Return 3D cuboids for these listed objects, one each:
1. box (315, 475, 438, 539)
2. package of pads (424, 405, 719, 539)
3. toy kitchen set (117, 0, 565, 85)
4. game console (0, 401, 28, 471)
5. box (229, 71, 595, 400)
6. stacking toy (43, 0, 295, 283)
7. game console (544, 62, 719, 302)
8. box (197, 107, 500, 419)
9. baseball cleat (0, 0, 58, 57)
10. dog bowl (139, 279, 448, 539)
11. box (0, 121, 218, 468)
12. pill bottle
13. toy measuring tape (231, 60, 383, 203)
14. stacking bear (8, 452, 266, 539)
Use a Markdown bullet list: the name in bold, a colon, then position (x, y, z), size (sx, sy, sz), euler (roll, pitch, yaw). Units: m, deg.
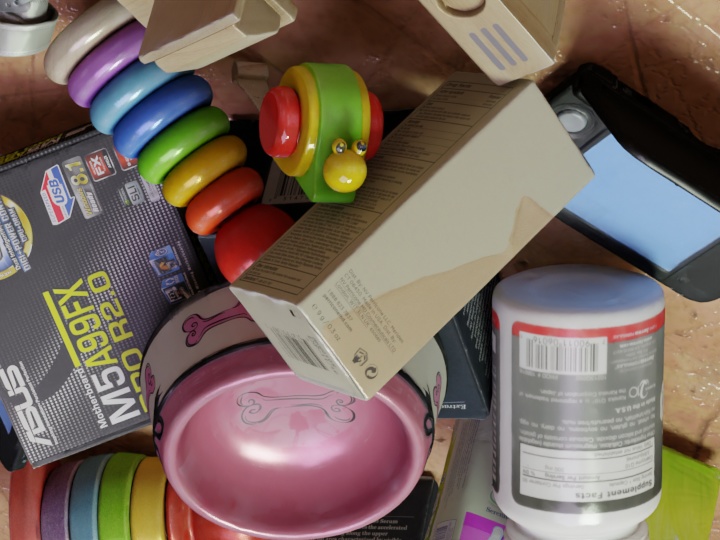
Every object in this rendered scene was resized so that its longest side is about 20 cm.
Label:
- **box**: position (0.009, 0.276, 1.893), size (0.104, 0.200, 0.148), euler (-2, 138, 17)
- **package of pads**: position (0.152, 0.176, 1.768), size (0.200, 0.155, 0.068), euler (23, 151, -14)
- **toy kitchen set**: position (-0.020, -0.140, 1.420), size (0.200, 0.163, 0.180), euler (-20, 131, 34)
- **game console**: position (-0.301, 0.039, 1.750), size (0.119, 0.172, 0.200), euler (-15, 152, -28)
- **box**: position (0.031, -0.024, 1.456), size (0.078, 0.200, 0.095), euler (54, 163, -23)
- **stacking toy**: position (-0.104, -0.074, 1.513), size (0.200, 0.085, 0.085), euler (53, 136, 6)
- **game console**: position (0.192, -0.028, 1.538), size (0.200, 0.116, 0.176), euler (31, 138, -21)
- **box**: position (0.000, 0.000, 1.632), size (0.148, 0.107, 0.200), euler (-2, 138, 17)
- **baseball cleat**: position (-0.185, -0.187, 1.467), size (0.200, 0.070, 0.106), euler (-12, 105, 39)
- **dog bowl**: position (-0.042, 0.094, 1.583), size (0.200, 0.074, 0.200), euler (-1, 134, -1)
- **box**: position (-0.180, 0.011, 1.633), size (0.160, 0.044, 0.200), euler (-20, 104, 5)
- **pill bottle**: position (0.144, 0.105, 1.645), size (0.114, 0.114, 0.200), euler (3, 107, 12)
- **toy measuring tape**: position (-0.035, -0.104, 1.479), size (0.074, 0.200, 0.074), euler (-9, 120, -16)
- **stacking bear**: position (-0.158, 0.188, 1.910), size (0.200, 0.114, 0.121), euler (-4, 139, 13)
